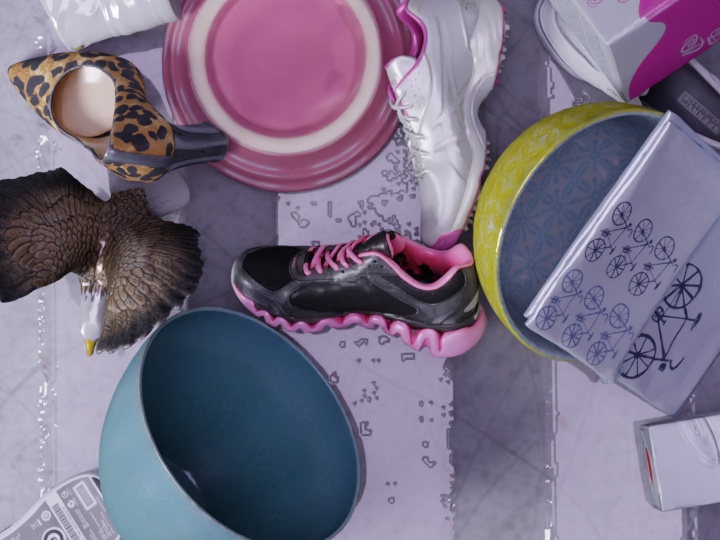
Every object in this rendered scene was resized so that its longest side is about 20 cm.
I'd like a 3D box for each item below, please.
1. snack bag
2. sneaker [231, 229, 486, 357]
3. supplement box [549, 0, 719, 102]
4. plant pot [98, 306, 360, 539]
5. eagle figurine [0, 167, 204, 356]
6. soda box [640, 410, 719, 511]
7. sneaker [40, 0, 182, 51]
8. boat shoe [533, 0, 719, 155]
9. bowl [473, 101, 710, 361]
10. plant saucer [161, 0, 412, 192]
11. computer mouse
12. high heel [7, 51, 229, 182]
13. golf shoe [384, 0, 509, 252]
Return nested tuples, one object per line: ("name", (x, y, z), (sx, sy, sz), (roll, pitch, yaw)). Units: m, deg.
("snack bag", (0.233, 0.005, 1.627), (0.200, 0.021, 0.189), (35, 91, -39))
("sneaker", (0.000, 0.000, 1.645), (0.198, 0.096, 0.079), (8, 46, 6))
("supplement box", (0.179, -0.243, 1.625), (0.101, 0.103, 0.201), (-32, 62, 1))
("plant pot", (-0.118, 0.148, 1.626), (0.201, 0.200, 0.135), (51, 127, 3))
("eagle figurine", (-0.193, -0.009, 1.613), (0.151, 0.200, 0.152), (-23, 86, 1))
("soda box", (0.317, 0.134, 1.657), (0.198, 0.063, 0.069), (-9, 87, 2))
("sneaker", (-0.219, -0.272, 1.689), (0.115, 0.074, 0.202), (-17, 78, 10))
("boat shoe", (0.221, -0.157, 1.671), (0.199, 0.065, 0.074), (32, 90, 3))
("bowl", (0.156, -0.043, 1.637), (0.199, 0.108, 0.202), (-14, 119, -27))
("plant saucer", (-0.057, -0.163, 1.690), (0.199, 0.051, 0.202), (0, 87, 2))
("computer mouse", (-0.256, 0.231, 1.684), (0.199, 0.044, 0.110), (-34, 75, 4))
("high heel", (-0.211, -0.121, 1.633), (0.199, 0.142, 0.072), (22, 105, 21))
("golf shoe", (0.055, -0.116, 1.664), (0.091, 0.075, 0.202), (10, 82, -16))
